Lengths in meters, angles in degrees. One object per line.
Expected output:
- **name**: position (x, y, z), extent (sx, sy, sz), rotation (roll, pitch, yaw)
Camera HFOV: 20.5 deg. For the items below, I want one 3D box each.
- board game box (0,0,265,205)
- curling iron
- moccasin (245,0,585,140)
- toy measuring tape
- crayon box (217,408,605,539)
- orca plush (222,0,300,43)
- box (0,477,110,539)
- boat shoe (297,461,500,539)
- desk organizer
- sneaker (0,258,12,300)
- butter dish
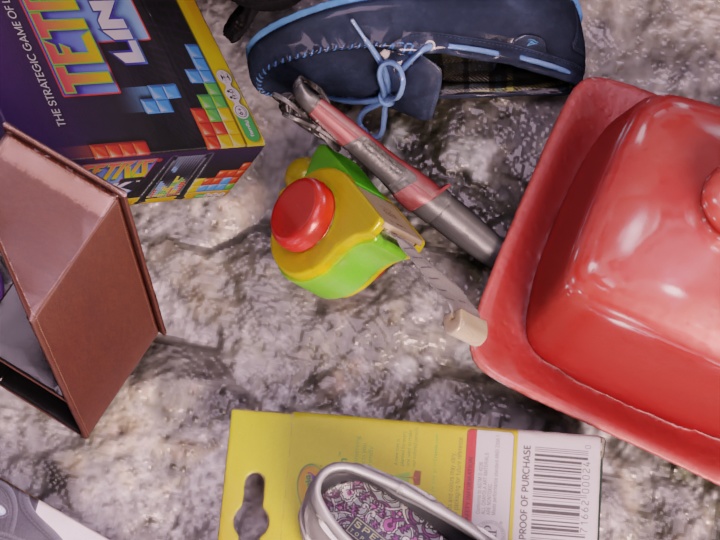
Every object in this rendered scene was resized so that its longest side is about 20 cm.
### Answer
- **board game box**: position (-0.167, -0.131, 1.118), extent (0.165, 0.057, 0.201), rotation (-8, 62, -42)
- **curling iron**: position (0.035, -0.045, 1.111), extent (0.200, 0.050, 0.026), rotation (36, 100, -5)
- **moccasin**: position (0.035, -0.121, 1.145), extent (0.199, 0.081, 0.069), rotation (-9, 72, -3)
- **toy measuring tape**: position (0.000, 0.000, 1.078), extent (0.073, 0.074, 0.200), rotation (-26, 41, -11)
- **crayon box**: position (0.025, 0.144, 1.048), extent (0.199, 0.051, 0.128), rotation (6, 68, 1)
- **orca plush**: position (-0.075, -0.169, 1.131), extent (0.105, 0.200, 0.071), rotation (19, 101, -26)
- **box**: position (-0.187, 0.176, 1.025), extent (0.199, 0.042, 0.119), rotation (28, 70, 3)
- **boat shoe**: position (0.056, 0.159, 0.977), extent (0.200, 0.069, 0.072), rotation (40, 72, 14)
- **desk organizer**: position (-0.158, 0.012, 1.022), extent (0.072, 0.200, 0.077), rotation (30, 72, 11)
- **sneaker**: position (-0.263, -0.042, 1.104), extent (0.080, 0.089, 0.200), rotation (-36, 69, -12)
- **butter dish**: position (0.185, -0.012, 1.056), extent (0.199, 0.148, 0.201), rotation (25, 68, 1)
